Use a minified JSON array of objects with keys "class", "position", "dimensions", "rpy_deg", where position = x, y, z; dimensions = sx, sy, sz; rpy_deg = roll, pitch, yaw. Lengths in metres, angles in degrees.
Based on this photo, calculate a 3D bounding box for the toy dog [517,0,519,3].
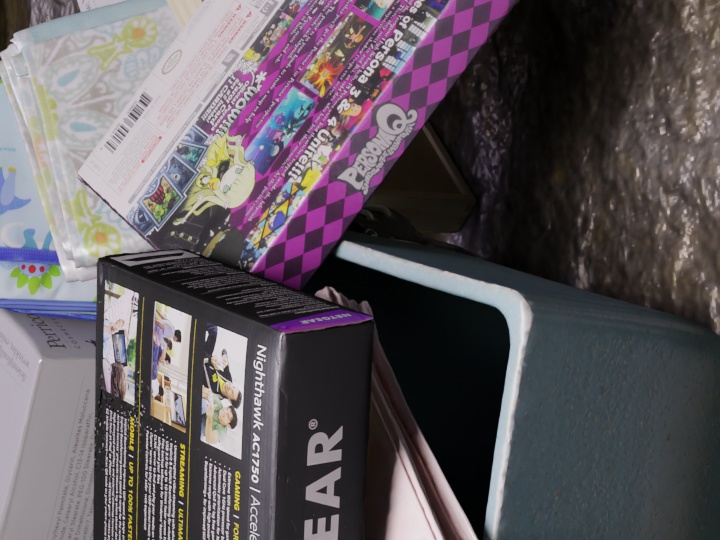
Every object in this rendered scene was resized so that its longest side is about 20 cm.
[{"class":"toy dog","position":[-0.020,-0.232,1.120],"dimensions":[0.139,0.193,0.201],"rpy_deg":[-13,84,64]}]

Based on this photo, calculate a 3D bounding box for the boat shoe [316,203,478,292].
[{"class":"boat shoe","position":[0.000,0.000,1.072],"dimensions":[0.072,0.200,0.071],"rpy_deg":[-15,68,31]}]

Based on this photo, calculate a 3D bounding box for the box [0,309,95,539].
[{"class":"box","position":[-0.233,0.108,1.430],"dimensions":[0.199,0.130,0.201],"rpy_deg":[38,118,47]}]

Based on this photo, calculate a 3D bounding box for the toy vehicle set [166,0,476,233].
[{"class":"toy vehicle set","position":[-0.026,-0.103,1.168],"dimensions":[0.027,0.124,0.201],"rpy_deg":[-57,46,35]}]

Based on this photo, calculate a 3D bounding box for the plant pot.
[{"class":"plant pot","position":[0.076,0.092,0.958],"dimensions":[0.195,0.199,0.198],"rpy_deg":[17,102,52]}]

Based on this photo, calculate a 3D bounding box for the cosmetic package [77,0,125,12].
[{"class":"cosmetic package","position":[-0.115,-0.229,1.339],"dimensions":[0.200,0.071,0.102],"rpy_deg":[-50,51,40]}]

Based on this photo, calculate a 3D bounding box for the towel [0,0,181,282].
[{"class":"towel","position":[-0.110,-0.092,1.239],"dimensions":[0.048,0.199,0.172],"rpy_deg":[92,160,-66]}]

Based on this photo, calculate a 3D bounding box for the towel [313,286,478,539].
[{"class":"towel","position":[-0.020,0.140,0.892],"dimensions":[0.200,0.032,0.192],"rpy_deg":[-53,48,38]}]

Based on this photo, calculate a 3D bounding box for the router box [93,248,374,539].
[{"class":"router box","position":[-0.060,0.104,0.861],"dimensions":[0.149,0.051,0.201],"rpy_deg":[19,111,52]}]

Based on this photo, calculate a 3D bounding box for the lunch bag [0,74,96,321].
[{"class":"lunch bag","position":[-0.191,-0.047,1.324],"dimensions":[0.082,0.199,0.162],"rpy_deg":[6,91,60]}]

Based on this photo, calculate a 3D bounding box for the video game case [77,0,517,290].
[{"class":"video game case","position":[-0.036,-0.088,0.970],"dimensions":[0.200,0.036,0.181],"rpy_deg":[-54,37,1]}]
